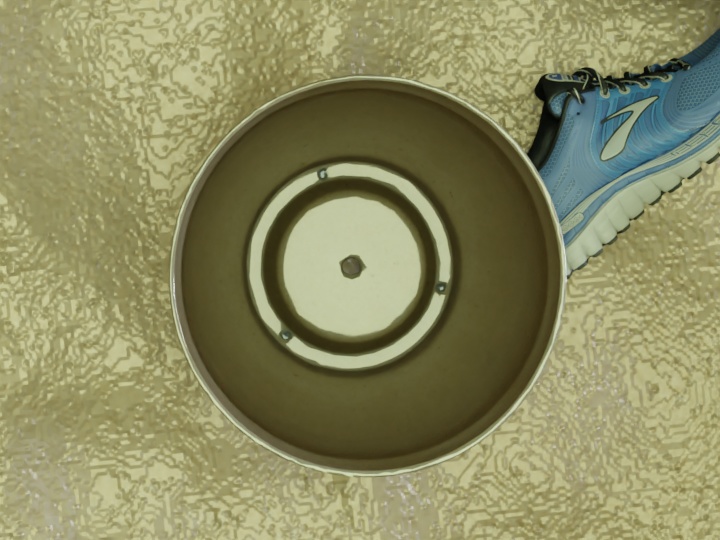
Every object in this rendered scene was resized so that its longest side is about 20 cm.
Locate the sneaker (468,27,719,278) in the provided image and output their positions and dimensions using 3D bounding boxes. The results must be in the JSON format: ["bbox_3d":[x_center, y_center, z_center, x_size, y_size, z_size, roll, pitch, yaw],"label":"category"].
[{"bbox_3d":[0.142,-0.081,1.529,0.200,0.079,0.089,-40,96,-3],"label":"sneaker"}]

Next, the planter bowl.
[{"bbox_3d":[0.000,0.000,1.487,0.199,0.135,0.202,0,93,-4],"label":"planter bowl"}]
